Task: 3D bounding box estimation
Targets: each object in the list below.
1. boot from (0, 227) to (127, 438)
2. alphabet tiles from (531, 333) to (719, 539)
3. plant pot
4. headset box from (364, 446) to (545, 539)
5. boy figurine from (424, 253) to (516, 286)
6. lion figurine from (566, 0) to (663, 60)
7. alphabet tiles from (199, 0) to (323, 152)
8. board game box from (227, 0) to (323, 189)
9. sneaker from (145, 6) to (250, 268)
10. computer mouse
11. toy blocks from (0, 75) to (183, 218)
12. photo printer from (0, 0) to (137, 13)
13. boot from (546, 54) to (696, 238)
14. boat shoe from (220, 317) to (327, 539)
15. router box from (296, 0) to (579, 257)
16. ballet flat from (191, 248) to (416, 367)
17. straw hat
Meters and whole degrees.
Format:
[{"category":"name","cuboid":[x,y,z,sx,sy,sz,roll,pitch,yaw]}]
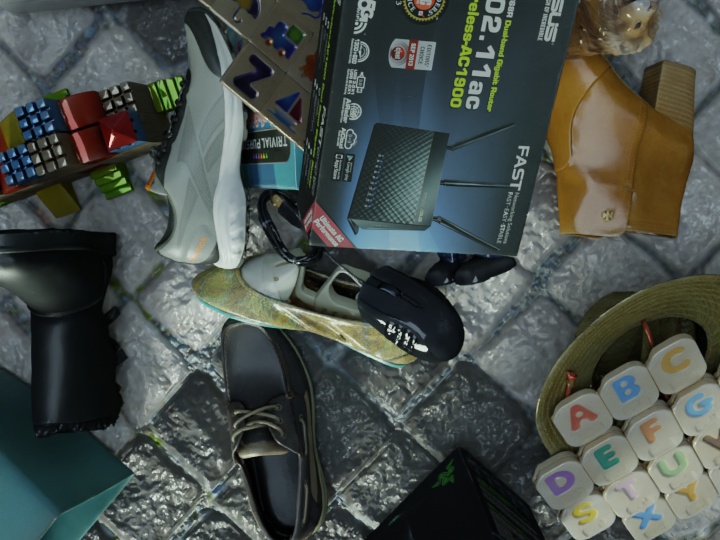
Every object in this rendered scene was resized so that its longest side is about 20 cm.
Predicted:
[{"category":"boot","cuboid":[-0.242,0.049,0.801,0.072,0.198,0.165,1,91,9]},{"category":"alphabet tiles","cuboid":[0.236,0.139,0.793,0.199,0.015,0.196,-31,125,9]},{"category":"plant pot","cuboid":[-0.328,0.166,0.853,0.200,0.141,0.142,42,99,8]},{"category":"headset box","cuboid":[0.065,0.260,0.791,0.093,0.200,0.174,41,101,-16]},{"category":"boy figurine","cuboid":[0.072,-0.092,0.793,0.124,0.064,0.202,3,110,48]},{"category":"lion figurine","cuboid":[0.111,-0.162,0.721,0.199,0.073,0.123,-37,116,7]},{"category":"alphabet tiles","cuboid":[-0.024,-0.175,0.700,0.199,0.008,0.168,37,80,-21]},{"category":"board game box","cuboid":[-0.059,-0.164,0.772,0.046,0.151,0.203,-5,97,-22]},{"category":"sneaker","cuboid":[-0.127,-0.100,0.786,0.078,0.074,0.203,-2,100,-13]},{"category":"computer mouse","cuboid":[0.000,0.000,0.793,0.199,0.034,0.059,36,64,3]},{"category":"toy blocks","cuboid":[-0.241,-0.100,0.808,0.198,0.137,0.101,-19,94,8]},{"category":"photo printer","cuboid":[-0.209,-0.265,0.773,0.197,0.166,0.070,-4,76,7]},{"category":"boot","cuboid":[0.163,-0.101,0.790,0.199,0.071,0.146,11,87,-3]},{"category":"boat shoe","cuboid":[-0.072,0.134,0.848,0.074,0.073,0.202,-16,95,8]},{"category":"router box","cuboid":[0.045,-0.111,0.659,0.148,0.062,0.202,2,118,-14]},{"category":"ballet flat","cuboid":[-0.038,0.019,0.831,0.198,0.071,0.071,18,98,0]},{"category":"straw hat","cuboid":[0.217,0.060,0.796,0.198,0.085,0.203,-7,125,-10]}]
